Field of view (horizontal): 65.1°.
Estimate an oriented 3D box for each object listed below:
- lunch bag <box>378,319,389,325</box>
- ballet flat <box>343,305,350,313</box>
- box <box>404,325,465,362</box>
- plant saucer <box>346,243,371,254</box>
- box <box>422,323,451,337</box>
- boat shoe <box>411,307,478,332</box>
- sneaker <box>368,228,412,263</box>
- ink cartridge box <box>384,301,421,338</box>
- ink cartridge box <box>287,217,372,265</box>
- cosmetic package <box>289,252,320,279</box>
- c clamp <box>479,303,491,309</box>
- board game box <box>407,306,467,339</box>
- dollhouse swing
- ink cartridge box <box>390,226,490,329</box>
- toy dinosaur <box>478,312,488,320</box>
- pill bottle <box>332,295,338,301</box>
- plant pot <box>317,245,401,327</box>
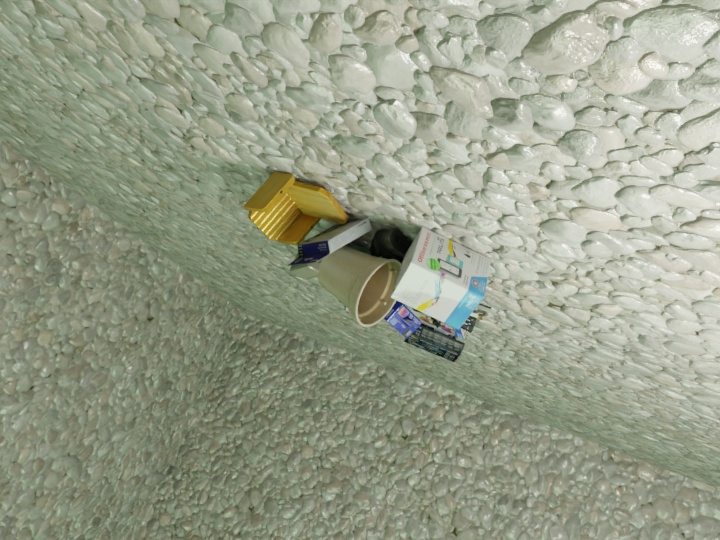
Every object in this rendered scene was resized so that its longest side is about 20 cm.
[{"bbox_3d":[0.070,0.129,1.978,0.199,0.119,0.163,-5,-174,-40],"label":"lunch bag"},{"bbox_3d":[-0.020,0.044,1.902,0.071,0.202,0.069,1,-177,7],"label":"ballet flat"},{"bbox_3d":[0.254,0.252,1.969,0.199,0.046,0.159,22,163,8],"label":"box"},{"bbox_3d":[-0.051,-0.063,1.742,0.198,0.036,0.200,8,178,0],"label":"plant saucer"},{"bbox_3d":[0.289,0.200,2.034,0.122,0.107,0.200,19,164,18],"label":"box"},{"bbox_3d":[0.244,0.141,1.670,0.198,0.067,0.075,12,171,5],"label":"boat shoe"},{"bbox_3d":[0.101,-0.049,1.589,0.114,0.077,0.199,9,155,48],"label":"sneaker"},{"bbox_3d":[0.100,0.123,1.748,0.136,0.076,0.200,43,-177,-47],"label":"ink cartridge box"},{"bbox_3d":[-0.094,-0.080,1.573,0.199,0.199,0.041,-5,115,58],"label":"ink cartridge box"},{"bbox_3d":[-0.170,-0.033,1.976,0.073,0.104,0.200,29,164,-19],"label":"cosmetic package"},{"bbox_3d":[0.287,0.054,1.737,0.200,0.027,0.170,34,167,-33],"label":"c clamp"},{"bbox_3d":[0.245,0.147,1.842,0.198,0.041,0.200,21,164,23],"label":"board game box"},{"bbox_3d":[-0.167,-0.144,1.536,0.175,0.182,0.200,36,171,32],"label":"dollhouse swing"},{"bbox_3d":[0.204,0.020,1.439,0.199,0.147,0.146,25,136,-2],"label":"ink cartridge box"},{"bbox_3d":[0.319,0.135,1.875,0.199,0.059,0.101,14,162,33],"label":"toy dinosaur"},{"bbox_3d":[-0.038,0.079,2.121,0.200,0.112,0.111,35,161,-32],"label":"pill bottle"},{"bbox_3d":[-0.011,0.024,1.563,0.183,0.201,0.201,30,169,32],"label":"plant pot"}]
